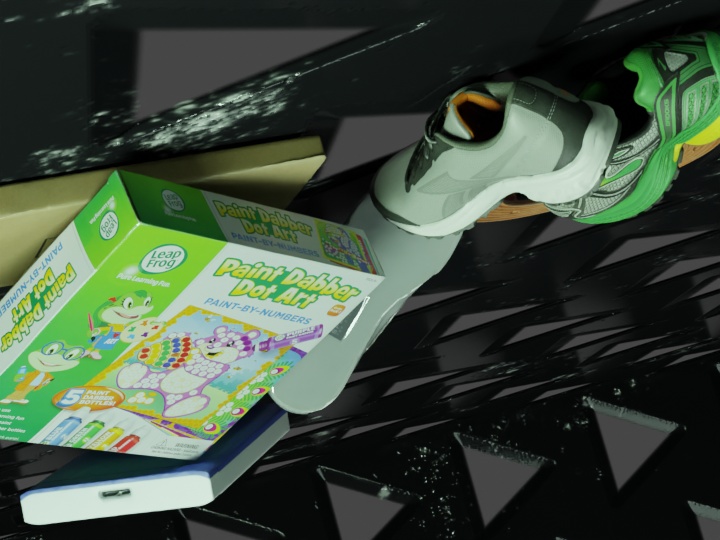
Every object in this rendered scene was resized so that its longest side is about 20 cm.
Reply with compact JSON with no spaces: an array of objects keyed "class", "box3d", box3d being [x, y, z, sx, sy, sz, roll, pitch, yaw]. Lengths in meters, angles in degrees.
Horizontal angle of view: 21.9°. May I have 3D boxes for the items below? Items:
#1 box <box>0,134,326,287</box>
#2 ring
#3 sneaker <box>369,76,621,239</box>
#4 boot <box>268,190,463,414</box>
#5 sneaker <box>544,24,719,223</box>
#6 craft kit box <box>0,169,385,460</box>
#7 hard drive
[{"class":"box","box3d":[-0.137,-0.032,1.104,0.200,0.021,0.163,-10,168,-22]},{"class":"ring","box3d":[0.162,-0.075,1.329,0.200,0.019,0.200,-16,170,-3]},{"class":"sneaker","box3d":[0.064,-0.074,1.089,0.079,0.074,0.200,32,155,-25]},{"class":"boot","box3d":[0.000,0.000,1.260,0.200,0.074,0.096,-52,-168,12]},{"class":"sneaker","box3d":[0.153,-0.089,1.125,0.085,0.078,0.200,-4,157,-23]},{"class":"craft kit box","box3d":[-0.118,0.034,1.105,0.200,0.049,0.198,12,130,-46]},{"class":"hard drive","box3d":[-0.137,0.132,1.298,0.132,0.025,0.200,-8,-174,13]}]
